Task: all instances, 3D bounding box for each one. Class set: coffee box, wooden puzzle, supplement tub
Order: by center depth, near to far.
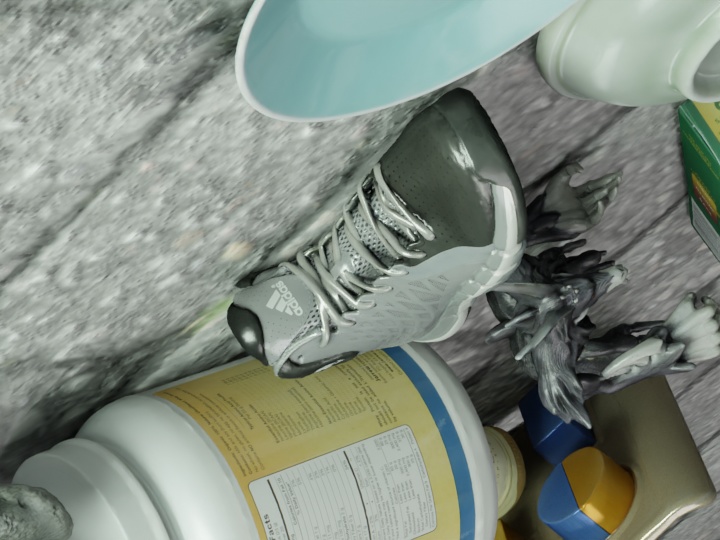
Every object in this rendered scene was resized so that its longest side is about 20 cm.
[{"bbox_3d":[-0.050,0.115,1.243,0.199,0.145,0.145,-18,157,-34],"label":"supplement tub"},{"bbox_3d":[0.227,-0.068,1.371,0.123,0.044,0.200,-31,161,-2],"label":"coffee box"},{"bbox_3d":[0.100,0.136,1.536,0.200,0.186,0.046,-41,115,13],"label":"wooden puzzle"}]

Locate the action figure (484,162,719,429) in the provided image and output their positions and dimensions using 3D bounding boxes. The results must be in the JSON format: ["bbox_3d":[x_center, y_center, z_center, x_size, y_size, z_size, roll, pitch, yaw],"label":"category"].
[{"bbox_3d":[0.109,0.010,1.279,0.102,0.119,0.200,-32,174,6],"label":"action figure"}]

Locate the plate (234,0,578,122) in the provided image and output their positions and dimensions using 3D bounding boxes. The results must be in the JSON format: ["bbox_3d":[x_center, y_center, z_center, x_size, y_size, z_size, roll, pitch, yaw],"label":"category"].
[{"bbox_3d":[0.037,-0.124,0.967,0.199,0.026,0.200,-27,161,-10],"label":"plate"}]

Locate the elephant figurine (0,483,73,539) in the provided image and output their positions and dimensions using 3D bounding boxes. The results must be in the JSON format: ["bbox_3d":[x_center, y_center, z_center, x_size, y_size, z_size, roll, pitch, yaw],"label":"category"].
[{"bbox_3d":[-0.186,0.138,1.092,0.154,0.142,0.200,-18,162,-21],"label":"elephant figurine"}]

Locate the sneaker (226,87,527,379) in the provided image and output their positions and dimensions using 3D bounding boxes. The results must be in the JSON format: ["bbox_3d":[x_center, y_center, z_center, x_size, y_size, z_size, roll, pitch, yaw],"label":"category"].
[{"bbox_3d":[0.000,0.000,1.148,0.115,0.075,0.200,-23,160,-17],"label":"sneaker"}]

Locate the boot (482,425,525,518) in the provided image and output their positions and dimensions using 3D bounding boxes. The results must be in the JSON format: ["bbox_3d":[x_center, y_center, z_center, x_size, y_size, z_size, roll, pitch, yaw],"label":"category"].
[{"bbox_3d":[-0.021,0.149,1.493,0.200,0.073,0.155,-34,158,28],"label":"boot"}]

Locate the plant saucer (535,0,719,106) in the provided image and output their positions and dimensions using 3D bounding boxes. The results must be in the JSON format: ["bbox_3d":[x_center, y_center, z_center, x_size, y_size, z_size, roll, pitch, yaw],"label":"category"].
[{"bbox_3d":[0.171,-0.123,1.138,0.199,0.050,0.200,-28,160,-11],"label":"plant saucer"}]
